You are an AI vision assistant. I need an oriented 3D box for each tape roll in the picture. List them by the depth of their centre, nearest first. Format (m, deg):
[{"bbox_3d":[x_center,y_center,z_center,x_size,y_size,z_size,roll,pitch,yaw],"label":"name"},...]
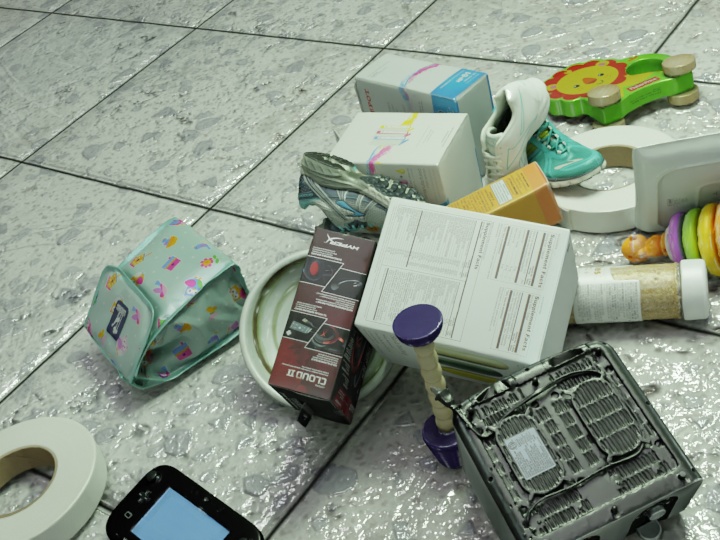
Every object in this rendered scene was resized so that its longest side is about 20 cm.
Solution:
[{"bbox_3d":[-0.397,0.258,1.234,0.201,0.037,0.204,-11,38,8],"label":"tape roll"},{"bbox_3d":[0.337,-0.125,1.424,0.201,0.037,0.204,-12,38,10],"label":"tape roll"}]

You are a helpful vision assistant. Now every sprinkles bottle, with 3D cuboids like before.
[{"bbox_3d":[0.299,0.027,1.223,0.198,0.069,0.069,-4,39,18],"label":"sprinkles bottle"}]

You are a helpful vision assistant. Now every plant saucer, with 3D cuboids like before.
[{"bbox_3d":[-0.046,0.074,1.280,0.198,0.050,0.202,-2,73,7],"label":"plant saucer"}]

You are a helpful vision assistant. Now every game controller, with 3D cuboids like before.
[{"bbox_3d":[-0.190,0.283,1.126,0.199,0.042,0.104,22,52,41],"label":"game controller"}]

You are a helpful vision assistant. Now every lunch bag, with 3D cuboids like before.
[{"bbox_3d":[-0.259,0.049,1.386,0.200,0.122,0.170,-40,44,-14],"label":"lunch bag"}]

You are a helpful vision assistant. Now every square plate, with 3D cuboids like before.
[{"bbox_3d":[0.424,-0.101,1.245,0.196,0.200,0.029,-9,63,12],"label":"square plate"}]

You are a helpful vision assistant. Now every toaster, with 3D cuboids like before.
[{"bbox_3d":[0.192,0.179,1.007,0.179,0.119,0.201,-24,56,-9],"label":"toaster"}]

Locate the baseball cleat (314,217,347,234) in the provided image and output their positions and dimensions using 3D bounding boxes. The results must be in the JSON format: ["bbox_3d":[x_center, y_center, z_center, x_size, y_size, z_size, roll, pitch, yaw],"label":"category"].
[{"bbox_3d":[0.000,0.000,1.393,0.105,0.070,0.201,-12,47,-2],"label":"baseball cleat"}]

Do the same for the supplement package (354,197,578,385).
[{"bbox_3d":[0.122,0.032,1.154,0.198,0.152,0.152,11,74,19],"label":"supplement package"}]

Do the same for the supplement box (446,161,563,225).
[{"bbox_3d":[0.155,-0.060,1.367,0.199,0.067,0.069,-27,35,6],"label":"supplement box"}]

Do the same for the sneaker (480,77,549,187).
[{"bbox_3d":[0.187,-0.155,1.395,0.080,0.202,0.070,-12,29,-43],"label":"sneaker"}]

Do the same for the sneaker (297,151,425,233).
[{"bbox_3d":[0.003,-0.085,1.387,0.199,0.087,0.077,27,23,24],"label":"sneaker"}]

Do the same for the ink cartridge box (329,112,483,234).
[{"bbox_3d":[0.052,-0.134,1.479,0.198,0.129,0.126,4,42,27],"label":"ink cartridge box"}]

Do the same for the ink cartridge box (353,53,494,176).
[{"bbox_3d":[0.100,-0.228,1.561,0.199,0.145,0.085,20,51,39],"label":"ink cartridge box"}]

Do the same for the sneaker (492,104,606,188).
[{"bbox_3d":[0.244,-0.170,1.425,0.077,0.080,0.199,-35,40,-21],"label":"sneaker"}]

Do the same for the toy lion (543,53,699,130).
[{"bbox_3d":[0.379,-0.280,1.591,0.198,0.069,0.192,-22,30,-6],"label":"toy lion"}]

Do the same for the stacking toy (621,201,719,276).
[{"bbox_3d":[0.404,-0.035,1.249,0.199,0.116,0.110,-7,44,37],"label":"stacking toy"}]

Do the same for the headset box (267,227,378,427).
[{"bbox_3d":[-0.033,0.075,1.174,0.074,0.149,0.202,13,75,12],"label":"headset box"}]

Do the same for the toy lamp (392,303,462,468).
[{"bbox_3d":[0.078,0.125,1.080,0.058,0.201,0.058,-12,36,9],"label":"toy lamp"}]
